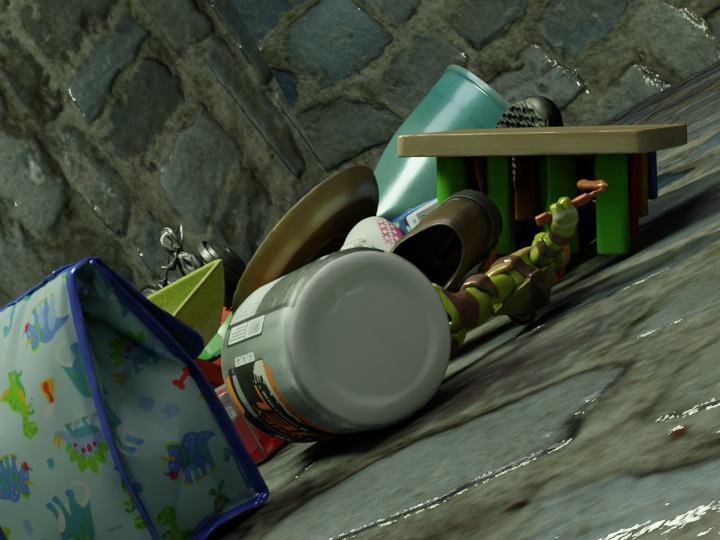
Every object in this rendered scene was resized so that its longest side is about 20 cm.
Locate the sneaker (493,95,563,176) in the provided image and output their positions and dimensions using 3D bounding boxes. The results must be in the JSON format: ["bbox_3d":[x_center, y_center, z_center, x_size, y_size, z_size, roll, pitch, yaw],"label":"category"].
[{"bbox_3d":[0.173,-0.091,1.709,0.090,0.070,0.201,-22,-39,-23],"label":"sneaker"}]

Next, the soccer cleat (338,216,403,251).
[{"bbox_3d":[0.000,0.000,1.655,0.070,0.086,0.200,-47,26,22],"label":"soccer cleat"}]

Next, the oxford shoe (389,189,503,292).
[{"bbox_3d":[0.027,0.022,1.448,0.200,0.073,0.084,-56,-11,27],"label":"oxford shoe"}]

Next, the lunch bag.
[{"bbox_3d":[-0.182,0.106,1.243,0.170,0.201,0.127,-28,3,42],"label":"lunch bag"}]

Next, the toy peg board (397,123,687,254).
[{"bbox_3d":[0.154,-0.068,1.518,0.199,0.099,0.199,1,5,19],"label":"toy peg board"}]

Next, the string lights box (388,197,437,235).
[{"bbox_3d":[0.073,-0.012,1.755,0.059,0.103,0.200,-28,2,-13],"label":"string lights box"}]

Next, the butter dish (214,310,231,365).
[{"bbox_3d":[-0.115,0.058,1.961,0.199,0.148,0.199,-28,2,37],"label":"butter dish"}]

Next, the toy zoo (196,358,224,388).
[{"bbox_3d":[-0.196,0.111,1.806,0.199,0.021,0.131,23,-32,-33],"label":"toy zoo"}]

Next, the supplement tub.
[{"bbox_3d":[-0.026,0.057,1.304,0.122,0.123,0.200,-30,2,-21],"label":"supplement tub"}]

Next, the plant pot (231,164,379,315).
[{"bbox_3d":[-0.046,-0.016,1.807,0.200,0.027,0.200,-44,-18,-18],"label":"plant pot"}]

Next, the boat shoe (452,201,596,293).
[{"bbox_3d":[0.146,-0.018,1.598,0.201,0.074,0.063,-18,34,-40],"label":"boat shoe"}]

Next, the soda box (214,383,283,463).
[{"bbox_3d":[-0.154,0.153,1.506,0.199,0.064,0.070,-29,4,27],"label":"soda box"}]

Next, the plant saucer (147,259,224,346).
[{"bbox_3d":[-0.207,0.095,1.578,0.200,0.048,0.200,-27,20,48],"label":"plant saucer"}]

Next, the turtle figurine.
[{"bbox_3d":[0.102,0.015,1.359,0.161,0.065,0.200,-32,-6,-34],"label":"turtle figurine"}]

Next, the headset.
[{"bbox_3d":[-0.153,0.029,1.767,0.123,0.094,0.200,-37,-35,-14],"label":"headset"}]

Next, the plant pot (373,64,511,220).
[{"bbox_3d":[0.096,-0.078,1.939,0.188,0.200,0.200,-43,4,-4],"label":"plant pot"}]
